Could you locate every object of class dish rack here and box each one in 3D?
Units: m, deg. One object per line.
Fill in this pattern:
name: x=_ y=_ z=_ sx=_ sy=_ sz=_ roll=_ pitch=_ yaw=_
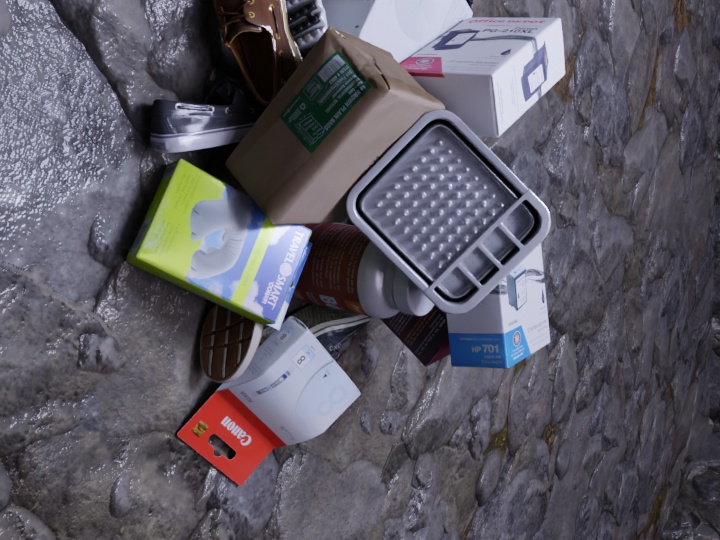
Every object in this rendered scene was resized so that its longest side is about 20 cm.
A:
dish rack: x=0.101 y=-0.068 z=1.024 sx=0.172 sy=0.200 sz=0.044 roll=-45 pitch=-172 yaw=9

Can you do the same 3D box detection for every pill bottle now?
pill bottle: x=0.000 y=0.000 z=1.134 sx=0.112 sy=0.199 sz=0.113 roll=-19 pitch=114 yaw=-51

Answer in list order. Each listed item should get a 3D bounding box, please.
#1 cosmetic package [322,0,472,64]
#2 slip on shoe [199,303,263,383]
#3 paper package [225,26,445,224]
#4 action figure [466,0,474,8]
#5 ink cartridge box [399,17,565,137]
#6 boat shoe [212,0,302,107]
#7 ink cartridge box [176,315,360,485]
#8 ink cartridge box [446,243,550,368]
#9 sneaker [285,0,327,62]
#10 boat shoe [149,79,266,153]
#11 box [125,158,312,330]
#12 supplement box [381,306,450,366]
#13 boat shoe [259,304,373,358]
cosmetic package: x=0.032 y=-0.323 z=1.159 sx=0.200 sy=0.123 sz=0.200 roll=42 pitch=65 yaw=-50
slip on shoe: x=-0.141 y=0.038 z=1.064 sx=0.061 sy=0.076 sz=0.201 roll=24 pitch=73 yaw=-67
paper package: x=-0.027 y=-0.153 z=0.997 sx=0.200 sy=0.104 sz=0.191 roll=-47 pitch=166 yaw=20
action figure: x=0.138 y=-0.368 z=1.320 sx=0.119 sy=0.102 sz=0.200 roll=-31 pitch=86 yaw=-15
ink cartridge box: x=0.155 y=-0.252 z=1.121 sx=0.200 sy=0.144 sz=0.085 roll=-43 pitch=133 yaw=-41
boat shoe: x=-0.120 y=-0.274 z=0.960 sx=0.201 sy=0.072 sz=0.068 roll=68 pitch=25 yaw=-15
ink cartridge box: x=-0.110 y=0.177 z=1.106 sx=0.200 sy=0.047 sz=0.160 roll=-46 pitch=137 yaw=-11
ink cartridge box: x=0.174 y=0.013 z=1.138 sx=0.146 sy=0.086 sz=0.201 roll=-17 pitch=104 yaw=-55
sneaker: x=-0.073 y=-0.322 z=1.021 sx=0.081 sy=0.075 sz=0.201 roll=-15 pitch=91 yaw=-68
boat shoe: x=-0.154 y=-0.181 z=0.987 sx=0.200 sy=0.070 sz=0.066 roll=-21 pitch=116 yaw=-44
box: x=-0.146 y=-0.023 z=0.984 sx=0.200 sy=0.048 sz=0.122 roll=28 pitch=74 yaw=-27
supplement box: x=0.074 y=0.026 z=1.240 sx=0.110 sy=0.200 sz=0.086 roll=-16 pitch=147 yaw=-52
boat shoe: x=-0.059 y=0.089 z=1.191 sx=0.200 sy=0.074 sz=0.062 roll=-23 pitch=122 yaw=-45
